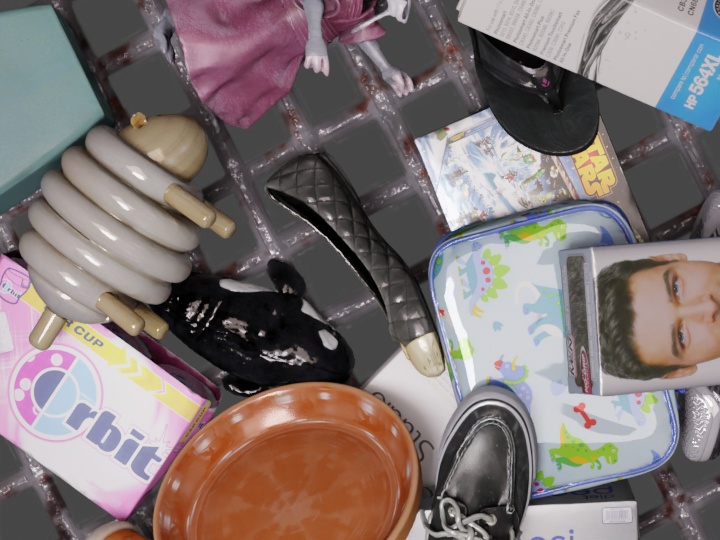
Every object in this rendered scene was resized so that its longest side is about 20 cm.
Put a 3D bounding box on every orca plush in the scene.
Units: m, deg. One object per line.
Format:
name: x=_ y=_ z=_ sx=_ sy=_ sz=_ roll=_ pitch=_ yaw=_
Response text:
orca plush: x=-0.097 y=0.031 z=1.367 sx=0.200 sy=0.071 sz=0.105 roll=42 pitch=96 yaw=1

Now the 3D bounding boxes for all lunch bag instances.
lunch bag: x=0.141 y=0.056 z=1.304 sx=0.159 sy=0.082 sz=0.202 roll=-15 pitch=95 yaw=7

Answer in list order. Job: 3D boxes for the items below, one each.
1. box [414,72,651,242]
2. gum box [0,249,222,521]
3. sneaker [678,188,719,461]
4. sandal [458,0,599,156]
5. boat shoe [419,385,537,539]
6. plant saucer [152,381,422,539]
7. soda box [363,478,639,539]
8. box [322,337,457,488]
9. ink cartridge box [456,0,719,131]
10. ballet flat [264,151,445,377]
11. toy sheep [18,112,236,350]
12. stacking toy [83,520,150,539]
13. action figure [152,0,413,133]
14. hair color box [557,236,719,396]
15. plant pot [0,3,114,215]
box: x=0.139 y=-0.031 z=1.358 sx=0.136 sy=0.040 sz=0.202 roll=-22 pitch=92 yaw=7
gum box: x=-0.213 y=0.089 z=1.383 sx=0.199 sy=0.066 sz=0.114 roll=36 pitch=97 yaw=1
sneaker: x=0.295 y=0.042 z=1.336 sx=0.113 sy=0.075 sz=0.202 roll=2 pitch=99 yaw=3
sandal: x=0.109 y=-0.172 z=1.320 sx=0.075 sy=0.048 sz=0.202 roll=-26 pitch=74 yaw=5
boat shoe: x=0.074 y=0.181 z=1.255 sx=0.073 sy=0.068 sz=0.201 roll=18 pitch=104 yaw=2
plant saucer: x=-0.051 y=0.166 z=1.305 sx=0.198 sy=0.201 sz=0.032 roll=-18 pitch=133 yaw=6
soda box: x=0.102 y=0.193 z=1.330 sx=0.198 sy=0.068 sz=0.064 roll=-3 pitch=98 yaw=3
box: x=0.029 y=0.161 z=1.384 sx=0.144 sy=0.036 sz=0.200 roll=44 pitch=98 yaw=0
ink cartridge box: x=0.185 y=-0.209 z=1.280 sx=0.198 sy=0.085 sz=0.147 roll=23 pitch=52 yaw=-1
ballet flat: x=0.000 y=0.000 z=1.345 sx=0.056 sy=0.067 sz=0.201 roll=-30 pitch=70 yaw=-13
toy sheep: x=-0.175 y=-0.026 z=1.304 sx=0.137 sy=0.138 sz=0.201 roll=36 pitch=91 yaw=2
stacking toy: x=-0.116 y=0.271 z=1.308 sx=0.198 sy=0.146 sz=0.148 roll=11 pitch=95 yaw=19
action figure: x=-0.043 y=-0.188 z=1.340 sx=0.199 sy=0.134 sz=0.150 roll=-28 pitch=73 yaw=9
hair color box: x=0.239 y=0.027 z=1.244 sx=0.198 sy=0.061 sz=0.100 roll=-5 pitch=90 yaw=-16
plant pot: x=-0.290 y=-0.107 z=1.344 sx=0.198 sy=0.141 sz=0.142 roll=-26 pitch=92 yaw=-1
